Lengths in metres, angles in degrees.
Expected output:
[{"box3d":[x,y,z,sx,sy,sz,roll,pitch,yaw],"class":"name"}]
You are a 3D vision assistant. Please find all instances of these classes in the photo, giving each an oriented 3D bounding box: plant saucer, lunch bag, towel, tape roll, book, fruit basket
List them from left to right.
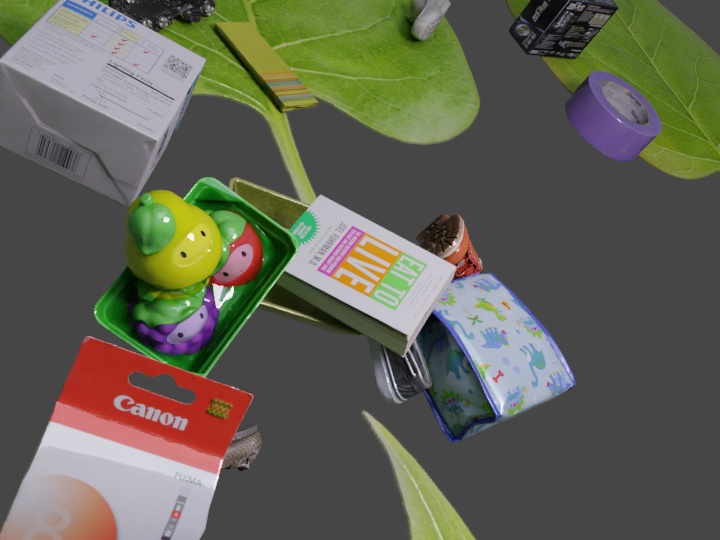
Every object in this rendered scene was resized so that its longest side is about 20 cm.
[{"box3d":[-0.174,-0.002,0.859,0.155,0.216,0.216,36,41,-3],"class":"fruit basket"},{"box3d":[-0.155,-0.337,1.356,0.200,0.018,0.086,51,37,16],"class":"towel"},{"box3d":[-0.094,-0.009,1.075,0.200,0.048,0.200,19,45,-21],"class":"plant saucer"},{"box3d":[0.000,0.000,1.012,0.200,0.048,0.134,28,55,12],"class":"book"},{"box3d":[0.157,0.104,1.094,0.170,0.127,0.200,-12,71,-42],"class":"lunch bag"},{"box3d":[0.558,-0.342,1.822,0.200,0.085,0.200,19,45,-21],"class":"tape roll"}]

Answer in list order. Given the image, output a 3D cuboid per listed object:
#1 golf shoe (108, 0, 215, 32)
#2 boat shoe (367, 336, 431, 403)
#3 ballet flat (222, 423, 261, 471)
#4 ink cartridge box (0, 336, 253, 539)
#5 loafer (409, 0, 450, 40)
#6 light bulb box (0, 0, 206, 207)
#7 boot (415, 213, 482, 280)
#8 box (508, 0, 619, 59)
[{"box3d":[-0.319,-0.424,1.288,0.088,0.077,0.200,33,34,25],"class":"golf shoe"},{"box3d":[0.045,0.065,1.041,0.072,0.071,0.200,19,54,-65],"class":"boat shoe"},{"box3d":[-0.181,0.200,0.821,0.200,0.067,0.046,-11,93,-45],"class":"ballet flat"},{"box3d":[-0.202,0.177,0.720,0.162,0.200,0.050,23,13,-17],"class":"ink cartridge box"},{"box3d":[0.131,-0.529,1.701,0.070,0.070,0.200,30,33,-2],"class":"loafer"},{"box3d":[-0.328,-0.220,1.040,0.198,0.125,0.200,27,41,-12],"class":"light bulb box"},{"box3d":[0.141,-0.022,1.188,0.107,0.075,0.200,50,7,-4],"class":"boot"},{"box3d":[0.473,-0.587,1.923,0.200,0.164,0.086,-9,60,-40],"class":"box"}]
